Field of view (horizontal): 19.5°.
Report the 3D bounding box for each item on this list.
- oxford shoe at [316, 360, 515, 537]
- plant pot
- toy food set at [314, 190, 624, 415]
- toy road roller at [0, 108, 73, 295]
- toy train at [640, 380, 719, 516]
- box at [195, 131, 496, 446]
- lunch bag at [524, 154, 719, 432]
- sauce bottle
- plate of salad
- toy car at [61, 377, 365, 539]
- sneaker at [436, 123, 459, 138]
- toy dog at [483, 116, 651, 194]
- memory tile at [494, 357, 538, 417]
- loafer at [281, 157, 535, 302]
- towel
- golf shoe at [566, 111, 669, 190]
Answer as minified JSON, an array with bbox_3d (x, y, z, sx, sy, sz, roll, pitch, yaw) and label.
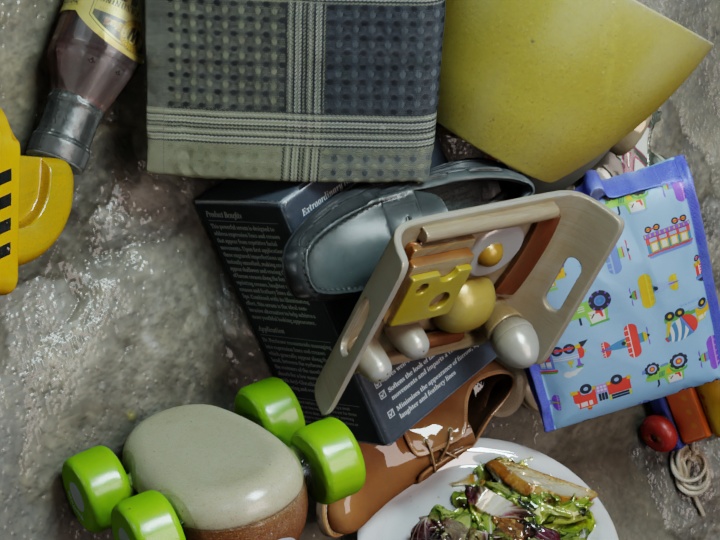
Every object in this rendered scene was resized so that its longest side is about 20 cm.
[{"bbox_3d":[0.042,0.126,1.546,0.200,0.071,0.071,-46,136,-31],"label":"oxford shoe"},{"bbox_3d":[0.125,-0.147,1.471,0.200,0.200,0.142,22,102,-38],"label":"plant pot"},{"bbox_3d":[0.073,0.027,1.400,0.200,0.060,0.144,-12,142,-39],"label":"toy food set"},{"bbox_3d":[-0.253,-0.012,1.285,0.146,0.123,0.200,0,91,-50],"label":"toy road roller"},{"bbox_3d":[0.300,0.124,1.741,0.085,0.116,0.200,-35,113,-32],"label":"toy train"},{"bbox_3d":[0.000,0.000,1.497,0.148,0.107,0.200,-36,114,-32],"label":"box"},{"bbox_3d":[0.182,0.007,1.549,0.150,0.094,0.200,-17,135,0],"label":"lunch bag"},{"bbox_3d":[-0.167,-0.161,1.382,0.066,0.066,0.200,25,76,-37],"label":"sauce bottle"},{"bbox_3d":[0.098,0.199,1.546,0.200,0.200,0.048,-35,154,-33],"label":"plate of salad"},{"bbox_3d":[-0.088,0.201,1.418,0.164,0.158,0.200,-21,117,-24],"label":"toy car"},{"bbox_3d":[0.068,-0.203,1.578,0.088,0.075,0.200,-40,123,-44],"label":"sneaker"},{"bbox_3d":[0.151,-0.075,1.580,0.132,0.096,0.200,10,92,-9],"label":"toy dog"},{"bbox_3d":[0.145,0.014,1.675,0.153,0.017,0.200,-2,93,-39],"label":"memory tile"},{"bbox_3d":[0.033,-0.031,1.409,0.200,0.070,0.068,-24,106,-36],"label":"loafer"},{"bbox_3d":[-0.046,-0.148,1.361,0.200,0.035,0.193,2,119,-2],"label":"towel"},{"bbox_3d":[0.193,-0.112,1.662,0.088,0.077,0.200,-18,91,-30],"label":"golf shoe"}]
